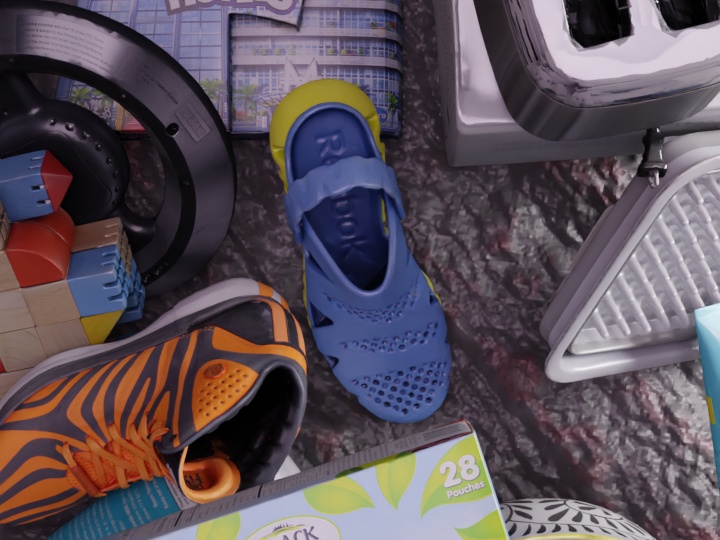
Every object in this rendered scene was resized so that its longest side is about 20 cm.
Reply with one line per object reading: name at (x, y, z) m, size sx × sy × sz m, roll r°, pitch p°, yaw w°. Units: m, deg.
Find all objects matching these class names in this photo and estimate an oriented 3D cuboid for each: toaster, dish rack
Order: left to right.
toaster at (0.102, -0.135, 0.680) m, size 0.113 × 0.129 × 0.202 m, roll -9°, pitch 89°, yaw 3°
dish rack at (0.191, -0.018, 0.841) m, size 0.199 × 0.172 × 0.044 m, roll -8°, pitch 53°, yaw -33°

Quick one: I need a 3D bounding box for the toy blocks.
toy blocks at (-0.179, 0.017, 0.873) m, size 0.136 × 0.100 × 0.201 m, roll -11°, pitch 124°, yaw 5°

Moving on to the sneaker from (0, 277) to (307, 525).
sneaker at (-0.115, 0.087, 0.823) m, size 0.199 × 0.112 × 0.078 m, roll -34°, pitch 124°, yaw 7°

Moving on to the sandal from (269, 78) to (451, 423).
sandal at (0.000, 0.000, 0.886) m, size 0.079 × 0.087 × 0.201 m, roll -21°, pitch 111°, yaw 1°

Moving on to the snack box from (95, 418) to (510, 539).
snack box at (-0.017, 0.181, 0.754) m, size 0.198 × 0.068 × 0.170 m, roll -17°, pitch 90°, yaw -1°

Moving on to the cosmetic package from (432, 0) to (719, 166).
cosmetic package at (0.122, -0.148, 0.843) m, size 0.165 × 0.200 × 0.169 m, roll -5°, pitch 88°, yaw 2°

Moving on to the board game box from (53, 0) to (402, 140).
board game box at (-0.075, -0.177, 0.923) m, size 0.198 × 0.062 × 0.202 m, roll -1°, pitch 89°, yaw 3°

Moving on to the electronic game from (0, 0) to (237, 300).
electronic game at (-0.165, -0.059, 0.885) m, size 0.198 × 0.042 × 0.201 m, roll 6°, pitch 131°, yaw 7°

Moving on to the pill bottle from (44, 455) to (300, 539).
pill bottle at (-0.117, 0.173, 0.893) m, size 0.199 × 0.111 × 0.111 m, roll -37°, pitch 87°, yaw 1°

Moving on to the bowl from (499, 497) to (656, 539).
bowl at (0.096, 0.188, 0.874) m, size 0.199 × 0.094 × 0.202 m, roll -1°, pitch 124°, yaw -2°

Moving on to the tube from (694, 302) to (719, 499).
tube at (0.222, 0.108, 0.879) m, size 0.077 × 0.050 × 0.202 m, roll -16°, pitch 107°, yaw -27°
